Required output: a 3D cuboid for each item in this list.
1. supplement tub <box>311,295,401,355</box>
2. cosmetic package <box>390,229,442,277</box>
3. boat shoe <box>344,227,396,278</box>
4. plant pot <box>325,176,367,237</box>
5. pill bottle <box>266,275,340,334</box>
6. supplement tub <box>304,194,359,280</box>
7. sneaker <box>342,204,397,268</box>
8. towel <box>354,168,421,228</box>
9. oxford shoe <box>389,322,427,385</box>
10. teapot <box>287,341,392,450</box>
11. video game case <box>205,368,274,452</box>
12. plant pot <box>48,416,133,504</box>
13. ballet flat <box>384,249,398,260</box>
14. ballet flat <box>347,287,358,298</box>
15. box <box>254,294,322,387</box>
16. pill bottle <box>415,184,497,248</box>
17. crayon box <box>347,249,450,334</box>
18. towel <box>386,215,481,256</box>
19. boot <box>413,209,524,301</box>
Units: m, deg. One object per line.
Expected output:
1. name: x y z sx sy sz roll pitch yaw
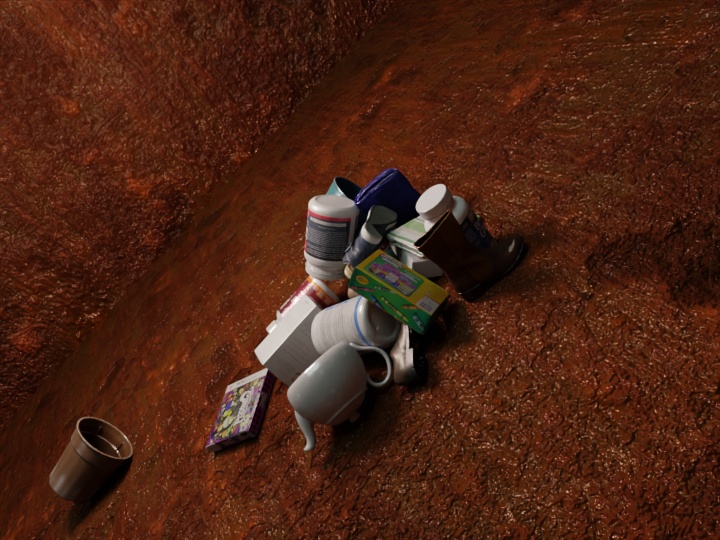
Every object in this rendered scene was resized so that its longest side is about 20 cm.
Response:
1. supplement tub: -0.010 0.132 1.440 0.198 0.132 0.133 -21 36 44
2. cosmetic package: 0.137 -0.047 1.534 0.081 0.052 0.201 -8 28 -10
3. boat shoe: 0.030 -0.053 1.640 0.073 0.067 0.200 33 54 18
4. plant pot: -0.047 -0.138 1.813 0.189 0.198 0.201 -52 25 19
5. pill bottle: -0.159 0.119 1.691 0.200 0.114 0.114 -48 28 -5
6. supplement tub: -0.080 -0.090 1.664 0.141 0.137 0.204 -124 38 -62
7. sneaker: 0.023 -0.077 1.572 0.148 0.076 0.203 -63 -6 32
8. towel: 0.089 -0.183 1.655 0.147 0.199 0.050 -34 47 18
9. oxford shoe: 0.097 0.160 1.336 0.084 0.073 0.202 -29 32 31
10. teapot: -0.050 0.262 1.335 0.197 0.146 0.201 -31 -16 -49
11. video game case: -0.322 0.376 1.660 0.180 0.036 0.202 -27 33 33
12. plant pot: -0.863 0.608 1.948 0.200 0.199 0.200 -53 28 1
13. ballet flat: 0.059 0.037 1.569 0.071 0.072 0.202 -22 36 36
14. ballet flat: 0.000 0.000 1.686 0.067 0.068 0.202 -35 27 40
15. box: -0.156 0.186 1.590 0.200 0.124 0.097 -47 28 -5
16. pill bottle: 0.212 -0.093 1.372 0.110 0.200 0.112 -32 31 22
17. crayon box: 0.086 0.043 1.344 0.119 0.198 0.059 -36 -26 -55
18. towel: 0.181 -0.099 1.516 0.198 0.031 0.148 -29 34 -27
19. boot: 0.233 -0.058 1.298 0.187 0.200 0.069 -39 28 11
